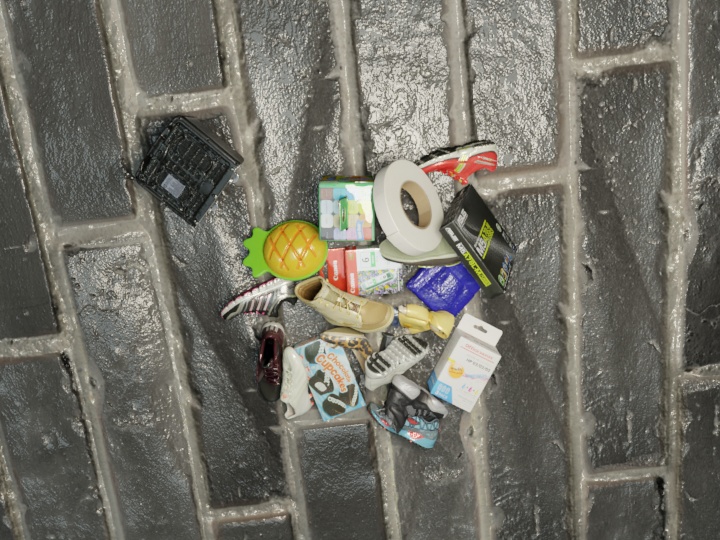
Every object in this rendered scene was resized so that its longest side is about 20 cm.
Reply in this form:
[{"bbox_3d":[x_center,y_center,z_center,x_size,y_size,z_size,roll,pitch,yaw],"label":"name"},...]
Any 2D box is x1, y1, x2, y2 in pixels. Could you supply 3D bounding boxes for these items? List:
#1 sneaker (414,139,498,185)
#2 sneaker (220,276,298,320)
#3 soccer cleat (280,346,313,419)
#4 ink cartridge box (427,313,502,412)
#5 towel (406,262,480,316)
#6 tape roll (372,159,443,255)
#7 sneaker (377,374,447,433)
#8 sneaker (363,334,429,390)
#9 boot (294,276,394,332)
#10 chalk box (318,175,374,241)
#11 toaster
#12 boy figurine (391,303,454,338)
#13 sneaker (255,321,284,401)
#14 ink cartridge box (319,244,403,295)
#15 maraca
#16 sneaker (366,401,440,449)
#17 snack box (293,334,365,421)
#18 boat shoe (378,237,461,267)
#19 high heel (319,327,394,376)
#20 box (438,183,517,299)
[{"bbox_3d":[0.213,-0.230,1.388,0.195,0.077,0.087,-12,109,3],"label":"sneaker"},{"bbox_3d":[-0.231,0.080,1.458,0.197,0.074,0.089,-26,97,1],"label":"sneaker"},{"bbox_3d":[-0.160,0.272,1.477,0.077,0.069,0.204,-28,129,-28],"label":"soccer cleat"},{"bbox_3d":[0.258,0.221,1.500,0.113,0.068,0.203,25,102,-7],"label":"ink cartridge box"},{"bbox_3d":[0.220,0.013,1.458,0.147,0.050,0.200,41,100,-9],"label":"towel"},{"bbox_3d":[0.104,-0.133,1.317,0.037,0.203,0.205,-21,107,39],"label":"tape roll"},{"bbox_3d":[0.118,0.329,1.462,0.199,0.075,0.115,36,90,-38],"label":"sneaker"},{"bbox_3d":[0.081,0.216,1.466,0.197,0.075,0.082,-21,139,-37],"label":"sneaker"},{"bbox_3d":[-0.036,0.073,1.385,0.197,0.155,0.074,6,67,36],"label":"boot"},{"bbox_3d":[-0.027,-0.134,1.343,0.121,0.200,0.128,0,104,0],"label":"chalk box"},{"bbox_3d":[-0.377,-0.223,1.360,0.199,0.119,0.182,38,100,-9],"label":"toaster"},{"bbox_3d":[0.120,0.120,1.456,0.195,0.125,0.066,8,61,9],"label":"boy figurine"},{"bbox_3d":[-0.220,0.232,1.474,0.074,0.116,0.205,0,104,-1],"label":"sneaker"},{"bbox_3d":[0.000,0.000,1.452,0.195,0.050,0.112,-4,103,-1],"label":"ink cartridge box"},{"bbox_3d":[-0.171,-0.045,1.411,0.195,0.107,0.140,-3,74,5],"label":"maraca"},{"bbox_3d":[0.108,0.358,1.540,0.197,0.079,0.097,28,88,-13],"label":"sneaker"},{"bbox_3d":[-0.074,0.256,1.521,0.114,0.037,0.204,-21,103,4],"label":"snack box"},{"bbox_3d":[0.140,-0.038,1.393,0.196,0.073,0.061,-1,148,3],"label":"boat shoe"},{"bbox_3d":[-0.016,0.213,1.474,0.196,0.071,0.146,8,100,-25],"label":"high heel"},{"bbox_3d":[0.263,-0.067,1.366,0.047,0.201,0.195,-28,105,34],"label":"box"}]
